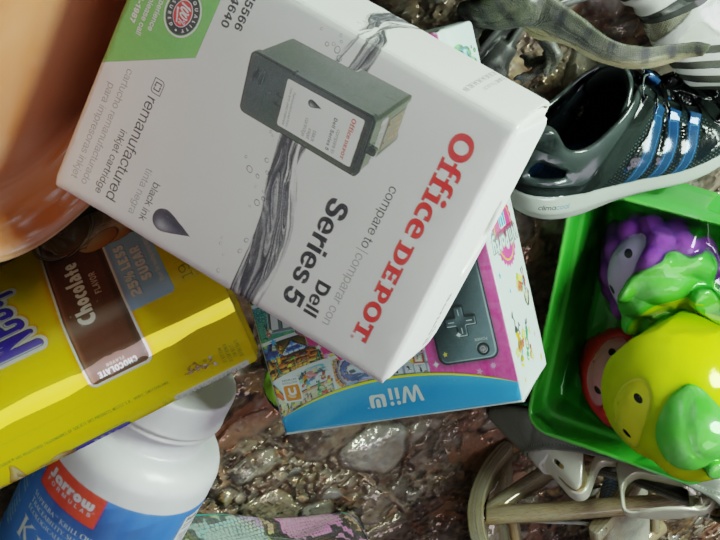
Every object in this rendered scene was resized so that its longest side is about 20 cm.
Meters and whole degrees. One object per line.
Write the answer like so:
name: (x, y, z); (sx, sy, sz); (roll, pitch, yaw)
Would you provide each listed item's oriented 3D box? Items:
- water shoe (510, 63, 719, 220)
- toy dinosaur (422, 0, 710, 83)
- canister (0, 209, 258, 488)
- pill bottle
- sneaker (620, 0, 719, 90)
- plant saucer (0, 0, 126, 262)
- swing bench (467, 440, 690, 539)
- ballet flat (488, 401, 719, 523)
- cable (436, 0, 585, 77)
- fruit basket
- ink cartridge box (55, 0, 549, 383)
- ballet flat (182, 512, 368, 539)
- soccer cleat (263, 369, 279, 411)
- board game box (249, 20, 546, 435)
water shoe: (0.177, -0.095, 0.858); (0.199, 0.072, 0.079); (-25, 141, -21)
toy dinosaur: (0.084, -0.141, 0.752); (0.199, 0.048, 0.088); (29, 151, 0)
canister: (-0.170, 0.039, 0.761); (0.199, 0.149, 0.087); (-26, 125, -8)
pill bottle: (-0.158, 0.136, 0.871); (0.112, 0.112, 0.201); (12, 120, -33)
sneaker: (0.267, -0.183, 0.823); (0.200, 0.076, 0.116); (-33, 110, 14)
plant saucer: (-0.157, -0.096, 0.672); (0.201, 0.037, 0.201); (-51, 164, -21)
swing bench: (0.181, 0.230, 1.109); (0.198, 0.130, 0.200); (-17, 133, -6)
ballet flat: (0.184, 0.144, 1.003); (0.198, 0.064, 0.067); (10, 158, 19)
cable: (0.077, -0.146, 0.822); (0.097, 0.050, 0.201); (34, 95, -24)
fruit basket: (0.192, 0.056, 0.898); (0.215, 0.154, 0.217); (18, 90, -71)
ink cartridge box: (-0.029, -0.063, 0.677); (0.146, 0.199, 0.084); (-63, 170, 20)
ballet flat: (-0.077, 0.218, 1.005); (0.198, 0.071, 0.069); (3, 126, -28)
soccer cleat: (0.029, 0.071, 0.946); (0.198, 0.068, 0.081); (-14, 144, -16)
board game box: (0.008, -0.021, 0.757); (0.146, 0.064, 0.202); (-10, 102, 21)
